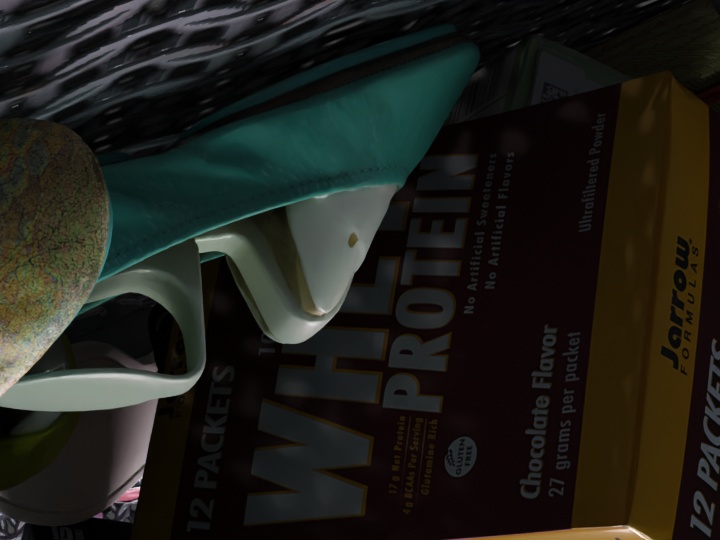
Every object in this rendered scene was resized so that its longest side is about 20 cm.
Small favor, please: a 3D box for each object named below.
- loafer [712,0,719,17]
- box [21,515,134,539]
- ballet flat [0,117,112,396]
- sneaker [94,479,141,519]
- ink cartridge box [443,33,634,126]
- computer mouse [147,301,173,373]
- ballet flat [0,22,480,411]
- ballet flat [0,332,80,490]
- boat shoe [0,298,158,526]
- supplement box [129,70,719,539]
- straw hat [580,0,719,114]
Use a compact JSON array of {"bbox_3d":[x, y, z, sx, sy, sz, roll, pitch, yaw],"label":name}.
[{"bbox_3d":[0.186,-0.087,0.736,0.199,0.063,0.072,-15,155,-51],"label":"loafer"},{"bbox_3d":[-0.042,0.160,0.806,0.159,0.044,0.200,11,-163,-16],"label":"box"},{"bbox_3d":[-0.144,0.021,0.493,0.199,0.071,0.071,-25,175,28],"label":"ballet flat"},{"bbox_3d":[-0.096,0.078,1.000,0.198,0.082,0.075,-4,175,9],"label":"sneaker"},{"bbox_3d":[0.104,-0.006,0.783,0.199,0.048,0.145,23,155,-20],"label":"ink cartridge box"},{"bbox_3d":[0.000,0.000,0.878,0.199,0.046,0.141,-26,155,-6],"label":"computer mouse"},{"bbox_3d":[-0.045,-0.006,0.580,0.199,0.071,0.067,-21,175,-27],"label":"ballet flat"},{"bbox_3d":[-0.136,0.039,0.716,0.067,0.067,0.200,-32,170,28],"label":"ballet flat"},{"bbox_3d":[-0.116,0.051,0.894,0.061,0.074,0.200,14,-164,24],"label":"boat shoe"},{"bbox_3d":[0.069,0.055,0.708,0.196,0.134,0.199,-11,151,41],"label":"supplement box"},{"bbox_3d":[0.134,-0.048,0.855,0.199,0.086,0.201,-22,176,-2],"label":"straw hat"}]
